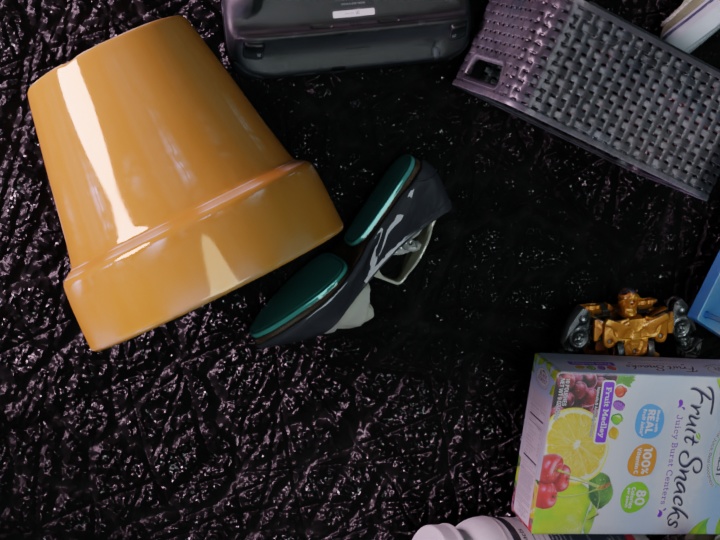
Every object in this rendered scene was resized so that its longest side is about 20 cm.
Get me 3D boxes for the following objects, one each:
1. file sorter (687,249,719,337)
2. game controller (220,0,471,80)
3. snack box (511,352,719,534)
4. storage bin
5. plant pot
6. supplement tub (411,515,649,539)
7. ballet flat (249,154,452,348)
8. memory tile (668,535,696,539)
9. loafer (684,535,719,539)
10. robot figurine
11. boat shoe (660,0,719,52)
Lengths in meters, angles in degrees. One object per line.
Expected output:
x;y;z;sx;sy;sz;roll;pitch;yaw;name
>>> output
0.403;-0.009;1.146;0.138;0.122;0.201;28;88;-35;file sorter
-0.009;-0.206;1.037;0.198;0.042;0.106;-8;92;-16;game controller
0.235;0.146;1.131;0.198;0.053;0.144;3;105;-16;snack box
0.189;-0.142;1.058;0.198;0.135;0.095;23;97;-22;storage bin
-0.139;-0.070;0.956;0.199;0.200;0.185;-26;94;-9;plant pot
0.148;0.282;1.154;0.198;0.140;0.142;5;103;-19;supplement tub
0.000;0.000;1.074;0.073;0.073;0.200;43;87;-22;ballet flat
0.268;0.306;1.165;0.017;0.200;0.155;13;82;6;memory tile
0.352;0.247;1.249;0.075;0.068;0.202;14;100;-20;loafer
0.224;0.110;1.178;0.143;0.058;0.202;-4;106;-17;robot figurine
0.310;-0.256;1.113;0.062;0.072;0.200;45;84;2;boat shoe
